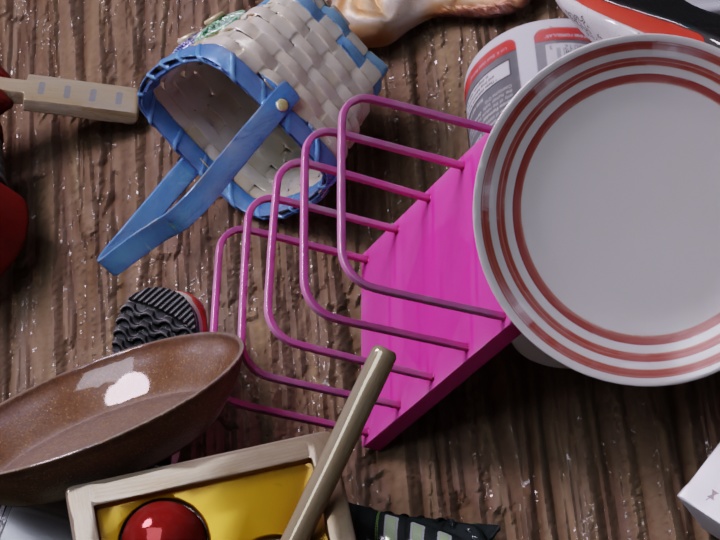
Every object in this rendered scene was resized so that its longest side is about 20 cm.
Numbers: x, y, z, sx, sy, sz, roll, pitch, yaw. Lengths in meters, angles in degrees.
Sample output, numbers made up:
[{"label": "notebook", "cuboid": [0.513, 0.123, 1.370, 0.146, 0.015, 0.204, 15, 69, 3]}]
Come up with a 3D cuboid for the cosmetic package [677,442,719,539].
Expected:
[{"label": "cosmetic package", "cuboid": [0.300, 0.124, 1.388, 0.151, 0.052, 0.200, -49, 50, -9]}]

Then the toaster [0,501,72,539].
[{"label": "toaster", "cuboid": [-0.174, 0.212, 1.544, 0.128, 0.114, 0.201, 14, 78, 16]}]

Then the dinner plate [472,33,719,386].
[{"label": "dinner plate", "cuboid": [0.164, -0.035, 1.427, 0.199, 0.024, 0.202, 0, 94, 5]}]

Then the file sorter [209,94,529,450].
[{"label": "file sorter", "cuboid": [0.000, 0.000, 1.523, 0.200, 0.125, 0.140, 136, 141, -53]}]

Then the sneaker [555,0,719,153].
[{"label": "sneaker", "cuboid": [0.179, -0.111, 1.506, 0.067, 0.109, 0.201, -11, 28, -35]}]

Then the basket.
[{"label": "basket", "cuboid": [-0.089, -0.086, 1.670, 0.200, 0.139, 0.176, -56, 15, -26]}]

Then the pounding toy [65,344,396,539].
[{"label": "pounding toy", "cuboid": [-0.056, 0.170, 1.403, 0.199, 0.142, 0.185, -12, 66, -2]}]

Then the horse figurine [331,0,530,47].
[{"label": "horse figurine", "cuboid": [0.024, -0.210, 1.758, 0.199, 0.050, 0.133, -20, 69, 8]}]

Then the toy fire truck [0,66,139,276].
[{"label": "toy fire truck", "cuboid": [-0.268, -0.075, 1.817, 0.199, 0.129, 0.177, -32, 49, 21]}]

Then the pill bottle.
[{"label": "pill bottle", "cuboid": [0.129, -0.048, 1.556, 0.115, 0.116, 0.201, -18, 53, 19]}]

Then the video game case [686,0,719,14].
[{"label": "video game case", "cuboid": [0.253, -0.245, 1.675, 0.199, 0.023, 0.183, -4, 59, 29]}]

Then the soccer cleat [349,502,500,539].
[{"label": "soccer cleat", "cuboid": [0.038, 0.178, 1.504, 0.199, 0.068, 0.081, 27, 58, 38]}]

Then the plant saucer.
[{"label": "plant saucer", "cuboid": [-0.157, 0.094, 1.490, 0.199, 0.037, 0.200, -19, 14, 5]}]

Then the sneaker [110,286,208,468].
[{"label": "sneaker", "cuboid": [-0.141, 0.107, 1.650, 0.070, 0.093, 0.201, 17, 95, 12]}]
